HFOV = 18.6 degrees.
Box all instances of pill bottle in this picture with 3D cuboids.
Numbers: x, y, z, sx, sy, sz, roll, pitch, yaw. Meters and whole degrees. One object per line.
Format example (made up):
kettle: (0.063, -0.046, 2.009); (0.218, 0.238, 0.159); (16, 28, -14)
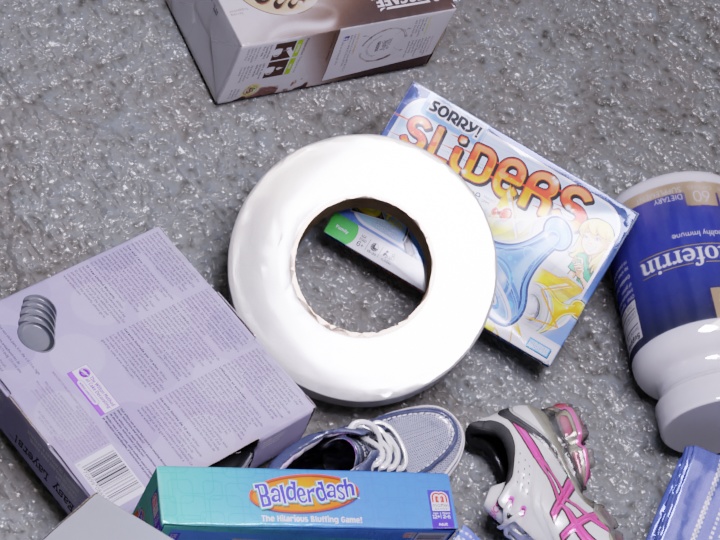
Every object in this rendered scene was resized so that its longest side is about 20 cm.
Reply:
pill bottle: (0.260, 0.033, 1.700); (0.116, 0.116, 0.200); (3, 58, -20)

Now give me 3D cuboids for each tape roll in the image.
tape roll: (0.000, 0.000, 1.616); (0.203, 0.037, 0.203); (1, 79, -5)

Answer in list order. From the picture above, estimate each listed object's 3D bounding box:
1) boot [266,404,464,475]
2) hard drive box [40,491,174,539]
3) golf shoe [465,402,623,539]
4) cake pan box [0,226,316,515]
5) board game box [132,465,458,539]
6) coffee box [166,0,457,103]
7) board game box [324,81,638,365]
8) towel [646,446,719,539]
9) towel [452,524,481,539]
boot: (0.007, 0.136, 1.547); (0.200, 0.090, 0.073); (-28, 72, -33)
hard drive box: (-0.107, 0.252, 1.345); (0.200, 0.156, 0.077); (27, 49, 26)
golf shoe: (0.134, 0.185, 1.580); (0.092, 0.073, 0.200); (-3, 48, -16)
cake pan box: (-0.158, 0.081, 1.531); (0.184, 0.052, 0.200); (-30, 66, -32)
board game box: (-0.056, 0.184, 1.453); (0.200, 0.152, 0.045); (3, 57, -21)
coffee box: (-0.039, -0.215, 1.765); (0.200, 0.080, 0.113); (-13, 63, -28)
board game box: (0.092, -0.035, 1.676); (0.200, 0.034, 0.135); (30, 88, 3)
towel: (0.302, 0.232, 1.617); (0.200, 0.024, 0.145); (27, 70, -5)
towel: (0.096, 0.269, 1.498); (0.145, 0.024, 0.200); (36, 34, 0)
